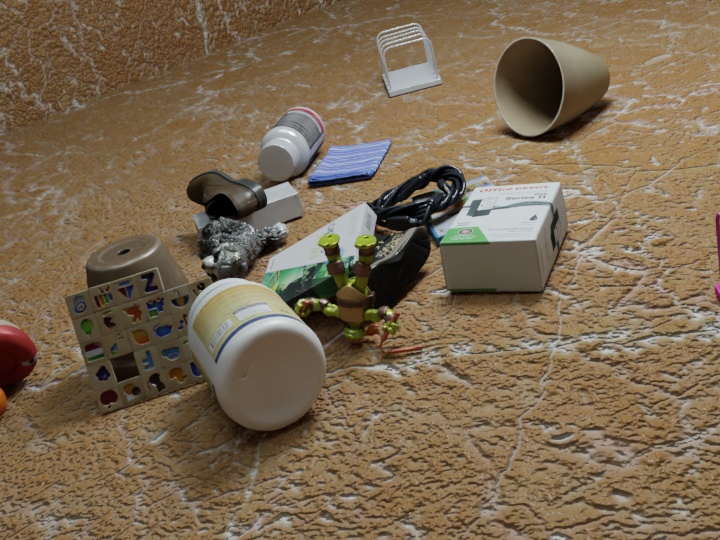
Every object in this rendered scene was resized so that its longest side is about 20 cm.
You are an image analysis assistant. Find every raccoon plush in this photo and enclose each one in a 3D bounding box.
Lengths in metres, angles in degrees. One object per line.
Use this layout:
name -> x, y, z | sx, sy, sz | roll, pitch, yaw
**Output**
raccoon plush -> -0.184, -0.037, 1.573 | 0.198, 0.098, 0.134 | -27, 35, -25

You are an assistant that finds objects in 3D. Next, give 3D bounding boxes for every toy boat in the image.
toy boat -> -0.558, 0.166, 1.354 | 0.130, 0.132, 0.199 | 40, 53, 24

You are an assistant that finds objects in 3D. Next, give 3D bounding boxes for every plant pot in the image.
plant pot -> -0.318, 0.048, 1.367 | 0.197, 0.177, 0.201 | -12, 24, 5
plant pot -> 0.401, -0.375, 1.860 | 0.198, 0.190, 0.186 | -14, 21, -34

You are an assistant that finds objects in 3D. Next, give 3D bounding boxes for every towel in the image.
towel -> -0.022, -0.230, 1.950 | 0.142, 0.024, 0.201 | -6, 27, 18

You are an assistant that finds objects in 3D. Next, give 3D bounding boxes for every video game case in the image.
video game case -> 0.175, -0.106, 1.591 | 0.141, 0.018, 0.200 | -17, 25, -2

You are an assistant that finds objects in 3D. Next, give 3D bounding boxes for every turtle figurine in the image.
turtle figurine -> -0.002, 0.034, 1.259 | 0.197, 0.164, 0.064 | 9, 23, 28

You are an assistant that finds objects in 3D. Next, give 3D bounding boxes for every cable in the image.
cable -> 0.088, -0.129, 1.612 | 0.199, 0.051, 0.163 | 0, 40, 51

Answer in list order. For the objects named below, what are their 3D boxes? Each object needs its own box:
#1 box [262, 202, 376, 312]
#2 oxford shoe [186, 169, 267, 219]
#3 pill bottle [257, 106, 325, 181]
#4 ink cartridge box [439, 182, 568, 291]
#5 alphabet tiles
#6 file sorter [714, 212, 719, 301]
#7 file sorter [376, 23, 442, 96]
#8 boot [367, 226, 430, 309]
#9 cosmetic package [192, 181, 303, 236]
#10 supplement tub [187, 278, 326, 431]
box -> -0.068, -0.004, 1.382 | 0.199, 0.036, 0.145 | -30, 30, 28
oxford shoe -> -0.267, -0.135, 1.715 | 0.198, 0.074, 0.084 | 10, 38, 44
pill bottle -> -0.150, -0.267, 1.992 | 0.109, 0.112, 0.201 | -6, 26, 18
ink cartridge box -> 0.216, -0.052, 1.379 | 0.144, 0.084, 0.200 | -2, 27, 24
alphabet tiles -> -0.287, 0.086, 1.286 | 0.197, 0.170, 0.008 | -17, 4, -6
file sorter -> 0.526, -0.013, 1.077 | 0.197, 0.127, 0.139 | -11, 26, 9
file sorter -> 0.119, -0.548, 2.406 | 0.137, 0.126, 0.201 | -14, 25, 2
boot -> 0.000, 0.000, 1.408 | 0.149, 0.074, 0.200 | 2, 38, 41
cosmetic package -> -0.213, -0.103, 1.763 | 0.197, 0.051, 0.083 | -21, 24, -11
supplement tub -> -0.140, 0.099, 1.194 | 0.143, 0.146, 0.200 | -22, 26, -16
